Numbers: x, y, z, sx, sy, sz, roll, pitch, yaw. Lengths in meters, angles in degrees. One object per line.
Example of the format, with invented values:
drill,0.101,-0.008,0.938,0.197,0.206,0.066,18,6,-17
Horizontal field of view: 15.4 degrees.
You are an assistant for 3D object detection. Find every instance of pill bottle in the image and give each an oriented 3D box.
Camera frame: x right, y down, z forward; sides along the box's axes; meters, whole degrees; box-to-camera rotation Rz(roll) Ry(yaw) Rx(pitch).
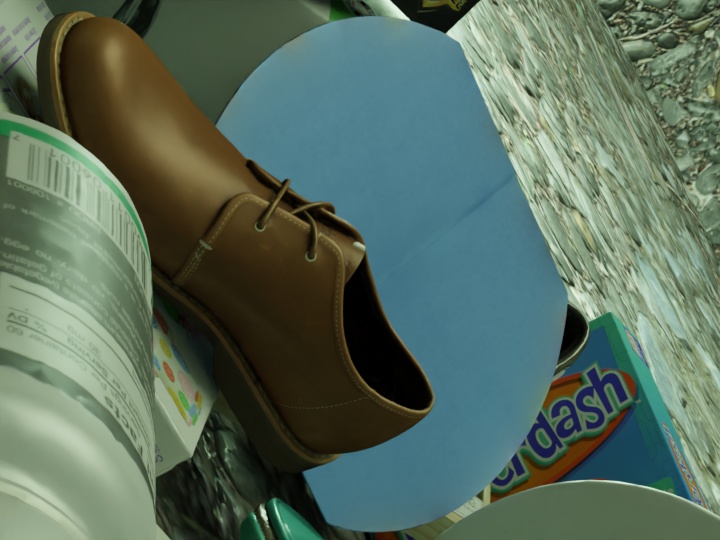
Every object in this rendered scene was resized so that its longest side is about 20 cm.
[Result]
pill bottle,-0.110,0.049,0.696,0.113,0.113,0.200,55,14,-28

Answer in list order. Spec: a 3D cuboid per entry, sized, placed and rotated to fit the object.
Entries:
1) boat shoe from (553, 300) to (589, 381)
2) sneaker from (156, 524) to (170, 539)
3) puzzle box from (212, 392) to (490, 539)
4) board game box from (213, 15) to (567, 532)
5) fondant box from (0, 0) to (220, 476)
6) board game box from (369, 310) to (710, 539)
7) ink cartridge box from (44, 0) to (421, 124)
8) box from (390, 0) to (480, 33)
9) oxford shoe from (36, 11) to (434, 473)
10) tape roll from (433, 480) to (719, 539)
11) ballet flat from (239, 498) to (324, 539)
boat shoe,0.027,0.030,1.143,0.200,0.057,0.067,0,69,-54
sneaker,-0.035,0.142,0.890,0.200,0.080,0.074,57,15,-17
puzzle box,-0.013,0.027,1.166,0.200,0.025,0.133,36,42,-36
board game box,0.000,0.000,1.049,0.158,0.039,0.200,-39,114,-34
fondant box,-0.122,-0.028,0.947,0.200,0.058,0.144,59,12,-12
board game box,0.091,0.139,1.239,0.045,0.152,0.200,43,22,-55
ink cartridge box,-0.079,-0.128,1.109,0.200,0.083,0.147,31,22,-16
box,-0.048,-0.201,1.061,0.199,0.050,0.200,51,7,30
oxford shoe,-0.039,-0.016,0.932,0.200,0.071,0.071,53,38,-28
tape roll,0.107,0.196,1.067,0.139,0.203,0.203,39,26,-63
ballet flat,0.002,0.170,0.973,0.200,0.070,0.067,45,9,30
